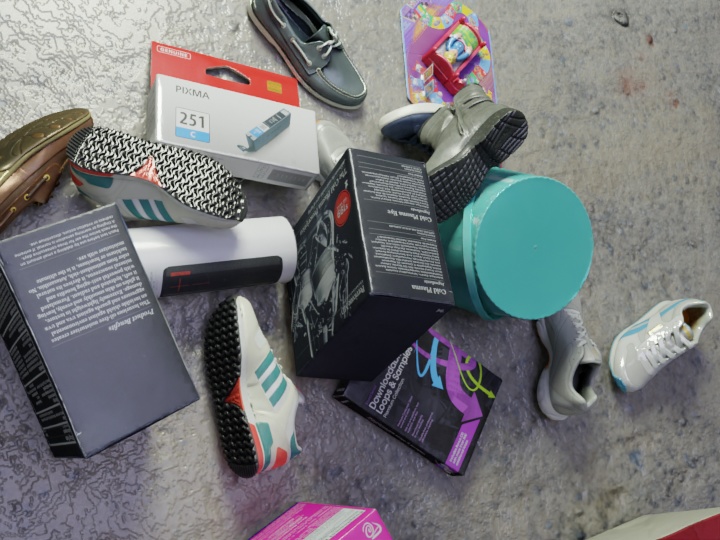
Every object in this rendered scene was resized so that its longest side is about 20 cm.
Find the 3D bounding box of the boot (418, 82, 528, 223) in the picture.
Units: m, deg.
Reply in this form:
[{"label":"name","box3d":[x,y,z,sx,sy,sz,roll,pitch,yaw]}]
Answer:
[{"label":"boot","box3d":[0.107,-0.145,1.036,0.200,0.131,0.068,-41,126,-2]}]

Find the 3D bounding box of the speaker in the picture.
[{"label":"speaker","box3d":[-0.177,-0.015,0.938,0.198,0.081,0.082,-6,82,-29]}]

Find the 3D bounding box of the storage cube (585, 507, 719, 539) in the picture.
[{"label":"storage cube","box3d":[0.402,0.425,1.077,0.169,0.200,0.182,-9,76,-28]}]

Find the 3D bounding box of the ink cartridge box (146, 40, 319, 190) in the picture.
[{"label":"ink cartridge box","box3d":[-0.151,-0.195,0.984,0.198,0.045,0.178,8,60,-27]}]

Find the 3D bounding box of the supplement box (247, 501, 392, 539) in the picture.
[{"label":"supplement box","box3d":[-0.041,0.316,0.865,0.103,0.200,0.102,-31,93,-29]}]

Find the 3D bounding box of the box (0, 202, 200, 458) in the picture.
[{"label":"box","box3d":[-0.269,0.067,0.805,0.122,0.200,0.200,-23,91,-29]}]

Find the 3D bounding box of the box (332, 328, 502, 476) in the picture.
[{"label":"box","box3d":[0.078,0.150,1.058,0.199,0.036,0.144,34,66,-15]}]

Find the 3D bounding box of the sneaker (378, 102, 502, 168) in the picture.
[{"label":"sneaker","box3d":[0.117,-0.170,1.127,0.198,0.075,0.086,2,76,-26]}]

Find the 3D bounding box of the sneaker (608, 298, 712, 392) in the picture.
[{"label":"sneaker","box3d":[0.446,0.105,1.232,0.200,0.081,0.077,-40,99,-27]}]

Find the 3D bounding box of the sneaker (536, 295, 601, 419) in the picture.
[{"label":"sneaker","box3d":[0.298,0.102,1.141,0.075,0.092,0.202,8,75,-25]}]

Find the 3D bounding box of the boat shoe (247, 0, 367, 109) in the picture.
[{"label":"boat shoe","box3d":[-0.061,-0.292,1.069,0.200,0.062,0.073,45,60,-13]}]

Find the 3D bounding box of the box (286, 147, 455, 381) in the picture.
[{"label":"box","box3d":[0.000,0.000,0.932,0.103,0.200,0.184,6,56,-26]}]

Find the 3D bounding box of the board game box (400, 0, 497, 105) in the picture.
[{"label":"board game box","box3d":[0.138,-0.309,1.188,0.156,0.039,0.203,2,78,-27]}]

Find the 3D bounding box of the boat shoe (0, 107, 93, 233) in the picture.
[{"label":"boat shoe","box3d":[-0.358,-0.102,0.879,0.200,0.071,0.068,-52,137,-34]}]

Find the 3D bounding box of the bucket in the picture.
[{"label":"bucket","box3d":[0.190,-0.033,1.071,0.205,0.135,0.210,-2,96,-22]}]

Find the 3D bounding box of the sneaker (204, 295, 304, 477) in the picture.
[{"label":"sneaker","box3d":[-0.116,0.128,0.947,0.093,0.070,0.202,-1,76,-46]}]

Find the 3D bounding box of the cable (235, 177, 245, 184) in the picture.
[{"label":"cable","box3d":[-0.149,-0.120,0.991,0.198,0.050,0.098,-15,85,-27]}]

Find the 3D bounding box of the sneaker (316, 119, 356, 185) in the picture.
[{"label":"sneaker","box3d":[0.008,-0.111,1.048,0.076,0.092,0.201,-37,96,-28]}]

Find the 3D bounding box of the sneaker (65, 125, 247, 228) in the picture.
[{"label":"sneaker","box3d":[-0.222,-0.087,0.907,0.198,0.094,0.071,18,59,-9]}]
